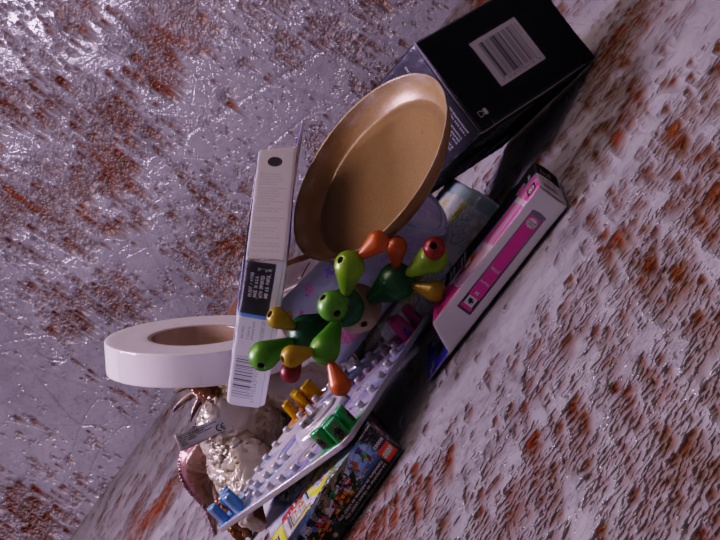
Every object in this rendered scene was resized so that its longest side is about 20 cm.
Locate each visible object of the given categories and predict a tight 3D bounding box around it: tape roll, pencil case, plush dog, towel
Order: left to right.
[{"bbox_3d":[-0.169,0.083,1.583,0.203,0.201,0.037,-111,17,-81],"label":"tape roll"},{"bbox_3d":[-0.120,0.186,1.614,0.201,0.159,0.172,-59,-14,-30],"label":"plush dog"},{"bbox_3d":[0.000,0.000,1.464,0.201,0.090,0.083,-54,8,28],"label":"pencil case"},{"bbox_3d":[0.075,-0.009,1.535,0.172,0.048,0.200,-58,7,4],"label":"towel"}]

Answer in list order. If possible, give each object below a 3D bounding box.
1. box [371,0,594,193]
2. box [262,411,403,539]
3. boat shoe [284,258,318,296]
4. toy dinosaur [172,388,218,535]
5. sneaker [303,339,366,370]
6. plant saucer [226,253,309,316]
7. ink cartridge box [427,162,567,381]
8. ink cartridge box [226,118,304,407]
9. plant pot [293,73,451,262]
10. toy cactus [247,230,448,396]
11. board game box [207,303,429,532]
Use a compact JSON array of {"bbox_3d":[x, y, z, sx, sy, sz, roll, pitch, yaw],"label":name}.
[{"bbox_3d":[0.106,-0.180,1.590,0.196,0.118,0.200,-34,-6,-36],"label":"box"},{"bbox_3d":[-0.029,0.187,1.351,0.137,0.038,0.200,-54,8,-1],"label":"box"},{"bbox_3d":[-0.024,0.016,1.623,0.199,0.072,0.076,-23,25,41],"label":"boat shoe"},{"bbox_3d":[-0.169,0.190,1.716,0.085,0.135,0.202,9,74,48],"label":"toy dinosaur"},{"bbox_3d":[-0.052,0.101,1.730,0.200,0.078,0.080,-27,31,52],"label":"sneaker"},{"bbox_3d":[-0.058,0.049,1.759,0.201,0.199,0.037,-49,51,38],"label":"plant saucer"},{"bbox_3d":[0.108,0.000,1.338,0.201,0.037,0.095,-55,7,15],"label":"ink cartridge box"},{"bbox_3d":[-0.090,-0.010,1.431,0.201,0.043,0.199,-84,4,-46],"label":"ink cartridge box"},{"bbox_3d":[0.015,-0.090,1.389,0.199,0.027,0.201,-34,38,31],"label":"plant pot"},{"bbox_3d":[-0.001,0.038,1.338,0.200,0.102,0.165,-41,-8,5],"label":"toy cactus"},{"bbox_3d":[-0.040,0.132,1.382,0.200,0.026,0.200,-39,9,39],"label":"board game box"}]
